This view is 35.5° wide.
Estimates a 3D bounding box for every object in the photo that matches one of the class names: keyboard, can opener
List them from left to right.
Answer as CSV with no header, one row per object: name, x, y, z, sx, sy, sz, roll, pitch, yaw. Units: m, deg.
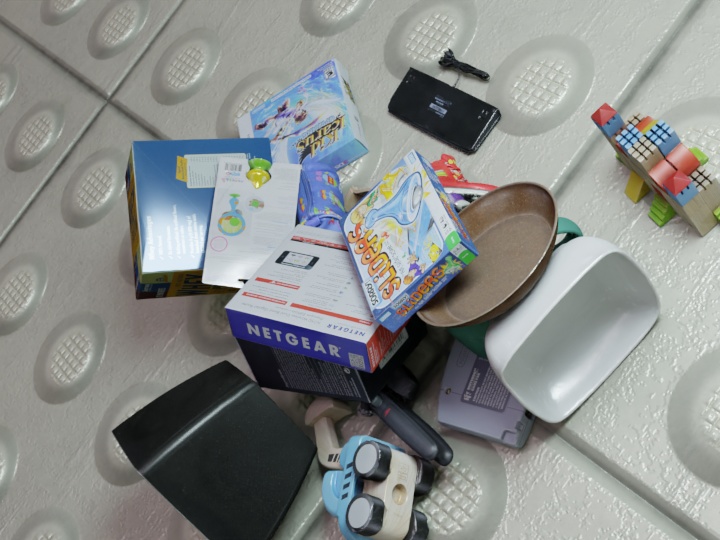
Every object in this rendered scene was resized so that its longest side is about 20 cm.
can opener,0.050,0.180,1.400,0.079,0.063,0.200,-64,32,15
keyboard,0.131,-0.254,1.642,0.200,0.021,0.127,35,94,42

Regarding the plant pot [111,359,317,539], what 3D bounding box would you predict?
plant pot,-0.176,0.233,1.449,0.177,0.200,0.200,-45,20,-12

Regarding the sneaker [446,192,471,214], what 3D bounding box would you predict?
sneaker,0.083,-0.078,1.418,0.080,0.084,0.200,-28,4,-9

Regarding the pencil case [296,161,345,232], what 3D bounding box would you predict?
pencil case,-0.061,-0.088,1.603,0.078,0.087,0.200,-33,29,11

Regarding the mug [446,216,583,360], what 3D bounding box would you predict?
mug,0.166,0.005,1.355,0.152,0.114,0.186,12,72,40

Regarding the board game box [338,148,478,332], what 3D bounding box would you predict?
board game box,0.051,-0.039,1.311,0.135,0.034,0.200,-44,35,16

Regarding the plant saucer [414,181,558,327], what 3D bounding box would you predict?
plant saucer,0.144,-0.011,1.247,0.200,0.037,0.201,-34,32,24

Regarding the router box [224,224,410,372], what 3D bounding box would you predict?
router box,-0.035,0.028,1.372,0.199,0.049,0.180,13,43,27

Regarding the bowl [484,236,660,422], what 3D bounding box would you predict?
bowl,0.231,0.059,1.262,0.200,0.200,0.075,-47,49,2

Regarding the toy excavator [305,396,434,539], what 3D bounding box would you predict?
toy excavator,-0.009,0.249,1.412,0.200,0.100,0.195,-13,61,46

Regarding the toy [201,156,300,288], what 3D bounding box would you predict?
toy,-0.148,-0.059,1.545,0.115,0.047,0.201,6,65,-3

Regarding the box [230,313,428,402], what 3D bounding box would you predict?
box,-0.040,0.078,1.474,0.199,0.107,0.148,1,36,40

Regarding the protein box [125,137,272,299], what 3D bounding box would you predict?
protein box,-0.229,-0.075,1.627,0.135,0.199,0.199,131,133,-68

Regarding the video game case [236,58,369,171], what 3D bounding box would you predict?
video game case,-0.095,-0.214,1.768,0.200,0.045,0.182,-29,52,19

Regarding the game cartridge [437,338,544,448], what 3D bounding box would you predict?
game cartridge,0.174,0.110,1.390,0.133,0.041,0.201,10,71,44

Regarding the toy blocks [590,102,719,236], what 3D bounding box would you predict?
toy blocks,0.354,-0.130,1.325,0.100,0.137,0.200,-43,48,8

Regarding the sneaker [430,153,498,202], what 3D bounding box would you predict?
sneaker,0.118,-0.121,1.539,0.199,0.077,0.085,11,67,39

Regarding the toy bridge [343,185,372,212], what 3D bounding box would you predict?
toy bridge,0.015,-0.075,1.559,0.067,0.027,0.200,-64,21,19
